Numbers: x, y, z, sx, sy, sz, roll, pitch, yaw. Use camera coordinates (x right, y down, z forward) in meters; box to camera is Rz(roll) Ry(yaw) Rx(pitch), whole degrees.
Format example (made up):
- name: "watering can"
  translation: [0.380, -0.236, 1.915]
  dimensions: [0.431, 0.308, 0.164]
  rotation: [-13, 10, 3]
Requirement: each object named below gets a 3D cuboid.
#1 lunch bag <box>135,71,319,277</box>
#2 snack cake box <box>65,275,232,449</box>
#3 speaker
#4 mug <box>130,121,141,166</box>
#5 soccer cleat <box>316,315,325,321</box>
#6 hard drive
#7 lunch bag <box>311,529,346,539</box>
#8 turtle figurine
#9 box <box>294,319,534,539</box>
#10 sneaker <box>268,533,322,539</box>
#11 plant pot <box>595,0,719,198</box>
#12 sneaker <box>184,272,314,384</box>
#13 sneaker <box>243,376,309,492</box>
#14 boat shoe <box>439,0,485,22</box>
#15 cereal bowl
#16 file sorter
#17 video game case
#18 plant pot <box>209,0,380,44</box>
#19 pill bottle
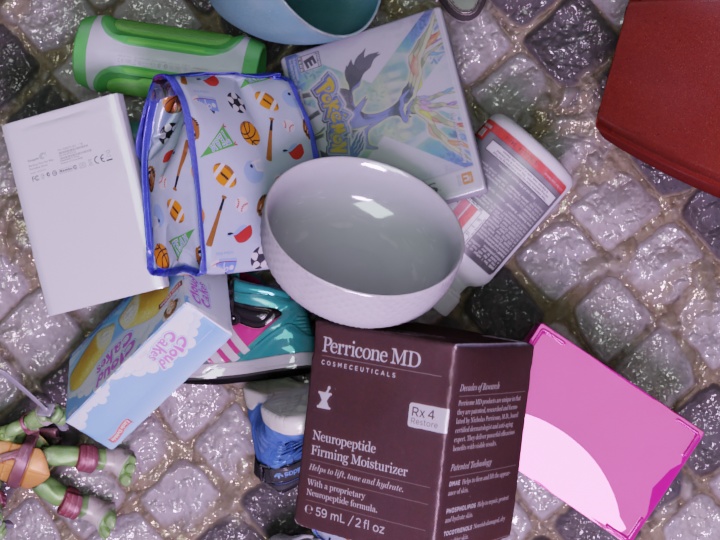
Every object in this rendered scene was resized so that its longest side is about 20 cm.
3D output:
- name: "lunch bag"
  translation: [-0.133, -0.100, 1.331]
  dimensions: [0.123, 0.169, 0.203]
  rotation: [-1, 95, 47]
- name: "snack cake box"
  translation: [-0.226, 0.079, 1.391]
  dimensions: [0.067, 0.115, 0.200]
  rotation: [36, 112, -28]
- name: "speaker"
  translation: [-0.205, -0.223, 1.417]
  dimensions: [0.198, 0.088, 0.090]
  rotation: [9, 94, 2]
- name: "mug"
  translation: [-0.252, -0.068, 1.414]
  dimensions: [0.150, 0.114, 0.187]
  rotation: [16, 94, 2]
- name: "soccer cleat"
  translation: [0.000, 0.000, 1.438]
  dimensions: [0.068, 0.073, 0.202]
  rotation: [1, 76, 32]
- name: "hard drive"
  translation: [-0.282, -0.067, 1.345]
  dimensions: [0.130, 0.026, 0.202]
  rotation: [-13, 92, 11]
- name: "lunch bag"
  translation: [0.036, 0.222, 1.437]
  dimensions: [0.159, 0.076, 0.202]
  rotation: [24, 95, 4]
- name: "turtle figurine"
  translation: [-0.343, 0.222, 1.408]
  dimensions: [0.192, 0.200, 0.145]
  rotation: [20, 61, -20]
- name: "box"
  translation: [0.053, 0.158, 1.283]
  dimensions: [0.164, 0.164, 0.203]
  rotation: [7, 92, 34]
- name: "sneaker"
  translation: [-0.036, 0.366, 1.453]
  dimensions: [0.075, 0.081, 0.201]
  rotation: [-41, 110, -24]
- name: "plant pot"
  translation: [0.345, -0.187, 1.346]
  dimensions: [0.174, 0.200, 0.202]
  rotation: [17, 94, 13]
- name: "sneaker"
  translation: [-0.142, 0.059, 1.434]
  dimensions: [0.198, 0.084, 0.122]
  rotation: [-7, 78, 19]
- name: "sneaker"
  translation: [-0.071, 0.181, 1.382]
  dimensions: [0.076, 0.200, 0.113]
  rotation: [-14, 98, -19]
- name: "boat shoe"
  translation: [0.099, -0.370, 1.407]
  dimensions: [0.066, 0.057, 0.203]
  rotation: [-7, 93, 3]
- name: "cereal bowl"
  translation: [-0.003, -0.016, 1.266]
  dimensions: [0.198, 0.201, 0.084]
  rotation: [18, 131, 2]
- name: "file sorter"
  translation: [0.234, 0.164, 1.395]
  dimensions: [0.199, 0.125, 0.140]
  rotation: [34, 95, 2]
- name: "video game case"
  translation: [0.022, -0.153, 1.362]
  dimensions: [0.180, 0.022, 0.202]
  rotation: [-16, 79, 13]
- name: "plant pot"
  translation: [-0.090, -0.322, 1.371]
  dimensions: [0.134, 0.199, 0.202]
  rotation: [-13, 93, 40]
- name: "pill bottle"
  translation: [0.121, -0.057, 1.394]
  dimensions: [0.116, 0.116, 0.200]
  rotation: [41, 94, 0]
